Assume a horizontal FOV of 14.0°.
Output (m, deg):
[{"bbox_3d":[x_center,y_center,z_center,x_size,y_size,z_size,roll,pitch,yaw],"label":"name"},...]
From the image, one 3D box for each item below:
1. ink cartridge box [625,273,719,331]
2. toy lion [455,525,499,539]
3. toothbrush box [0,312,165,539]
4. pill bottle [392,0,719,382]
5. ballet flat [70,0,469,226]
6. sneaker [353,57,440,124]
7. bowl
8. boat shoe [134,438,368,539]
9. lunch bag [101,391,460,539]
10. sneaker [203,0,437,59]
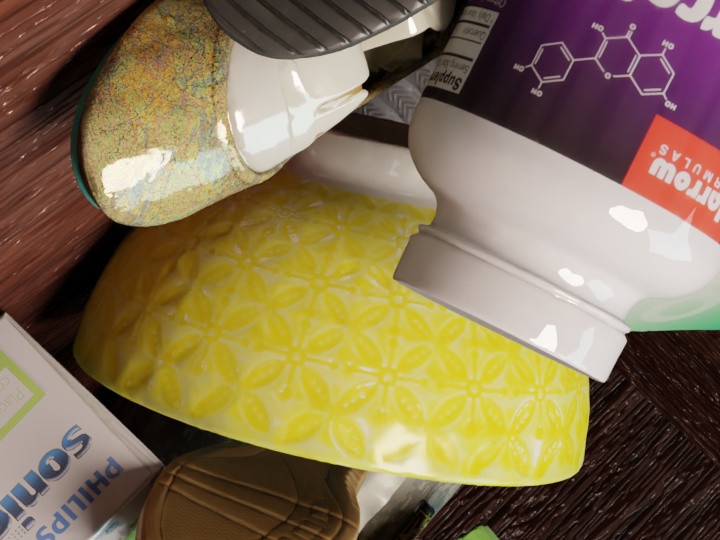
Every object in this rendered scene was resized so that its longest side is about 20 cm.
[{"bbox_3d":[0.188,-0.033,1.028,0.200,0.050,0.161,-26,161,39],"label":"ink cartridge box"},{"bbox_3d":[-0.013,0.179,1.243,0.192,0.069,0.200,-38,172,-7],"label":"toy lion"},{"bbox_3d":[-0.145,0.109,1.124,0.146,0.086,0.200,-46,174,-6],"label":"toothbrush box"},{"bbox_3d":[0.088,-0.070,0.942,0.200,0.112,0.112,-64,173,-1],"label":"pill bottle"},{"bbox_3d":[-0.016,-0.071,0.917,0.071,0.071,0.200,-51,174,36],"label":"ballet flat"},{"bbox_3d":[0.058,-0.099,1.263,0.200,0.078,0.112,-38,-176,36],"label":"sneaker"},{"bbox_3d":[0.000,0.000,1.101,0.200,0.200,0.108,-21,126,-74],"label":"bowl"},{"bbox_3d":[-0.040,0.102,1.070,0.200,0.074,0.069,-45,158,-70],"label":"boat shoe"},{"bbox_3d":[-0.020,0.076,1.292,0.164,0.118,0.200,-46,-158,-1],"label":"lunch bag"},{"bbox_3d":[0.033,-0.130,0.872,0.200,0.074,0.089,-45,172,-10],"label":"sneaker"}]
